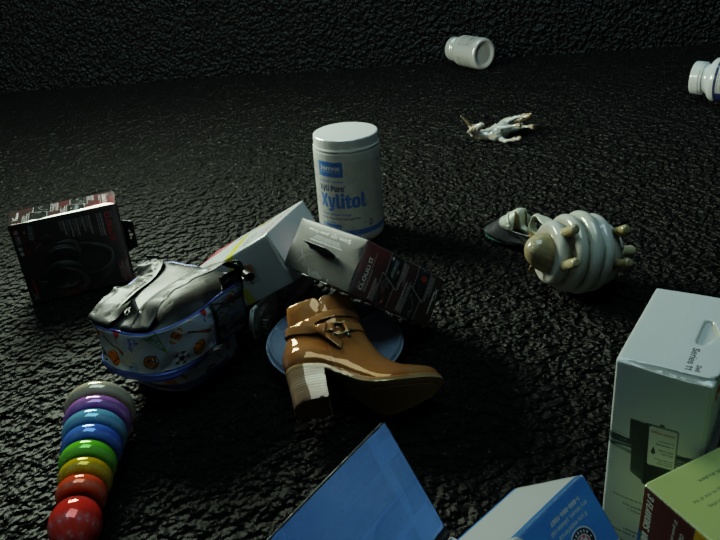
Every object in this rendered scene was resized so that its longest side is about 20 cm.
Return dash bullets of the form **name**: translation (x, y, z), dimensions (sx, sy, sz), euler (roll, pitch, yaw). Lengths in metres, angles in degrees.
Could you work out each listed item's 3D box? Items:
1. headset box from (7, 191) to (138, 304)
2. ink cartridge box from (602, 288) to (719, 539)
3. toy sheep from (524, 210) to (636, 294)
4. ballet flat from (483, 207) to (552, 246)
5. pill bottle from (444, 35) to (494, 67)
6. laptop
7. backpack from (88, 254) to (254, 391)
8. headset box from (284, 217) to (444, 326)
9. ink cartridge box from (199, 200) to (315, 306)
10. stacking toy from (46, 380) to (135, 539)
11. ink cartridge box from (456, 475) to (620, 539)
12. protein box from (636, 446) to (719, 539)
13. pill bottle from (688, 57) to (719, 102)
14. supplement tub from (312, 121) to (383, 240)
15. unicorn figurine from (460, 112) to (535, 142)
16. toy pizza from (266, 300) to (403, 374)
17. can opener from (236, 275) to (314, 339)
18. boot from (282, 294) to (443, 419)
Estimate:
- **headset box**: translation (-0.500, -0.045, 1.204), dimensions (0.195, 0.153, 0.077), euler (-13, 28, -18)
- **ink cartridge box**: translation (0.294, 0.141, 0.643), dimensions (0.081, 0.205, 0.146), euler (13, 31, 33)
- **toy sheep**: translation (0.342, -0.028, 1.046), dimensions (0.194, 0.141, 0.139), euler (5, 24, -14)
- **ballet flat**: translation (0.300, -0.073, 1.203), dimensions (0.072, 0.075, 0.199), euler (-21, 31, -29)
- **pill bottle**: translation (0.421, -0.855, 2.641), dimensions (0.112, 0.117, 0.199), euler (-18, 30, -24)
- **laptop**: translation (0.049, 0.257, 0.558), dimensions (0.196, 0.119, 0.186), euler (15, 34, 35)
- **backpack**: translation (-0.267, 0.074, 0.932), dimensions (0.195, 0.159, 0.190), euler (3, 19, 29)
- **headset box**: translation (0.000, 0.000, 0.953), dimensions (0.198, 0.077, 0.147), euler (25, -3, -44)
- **ink cartridge box**: translation (-0.165, -0.011, 1.058), dimensions (0.197, 0.084, 0.146), euler (-26, 15, 29)
- **stacking toy**: translation (-0.299, 0.219, 0.749), dimensions (0.083, 0.087, 0.202), euler (-9, 33, -8)
- **ink cartridge box**: translation (0.131, 0.264, 0.435), dimensions (0.143, 0.203, 0.084), euler (-25, -9, -33)
- **protein box**: translation (0.351, 0.242, 0.511), dimensions (0.194, 0.138, 0.200), euler (-15, 28, -21)
- **pill bottle**: translation (1.041, -0.535, 1.905), dimensions (0.118, 0.123, 0.197), euler (-27, 34, -37)
- **supplement tub**: translation (-0.022, -0.167, 1.295), dimensions (0.128, 0.205, 0.133), euler (-4, 26, 2)
- **unicorn figurine**: translation (0.372, -0.374, 1.785), dimensions (0.135, 0.076, 0.198), euler (5, 13, 40)
- **toy pizza**: translation (-0.036, 0.105, 0.959), dimensions (0.194, 0.033, 0.202), euler (-2, 29, 1)
- **can opener**: translation (-0.140, 0.039, 1.083), dimensions (0.065, 0.055, 0.200), euler (6, 28, 19)
- **boot**: translation (-0.002, 0.102, 0.861), dimensions (0.194, 0.078, 0.158), euler (-9, 48, -4)
